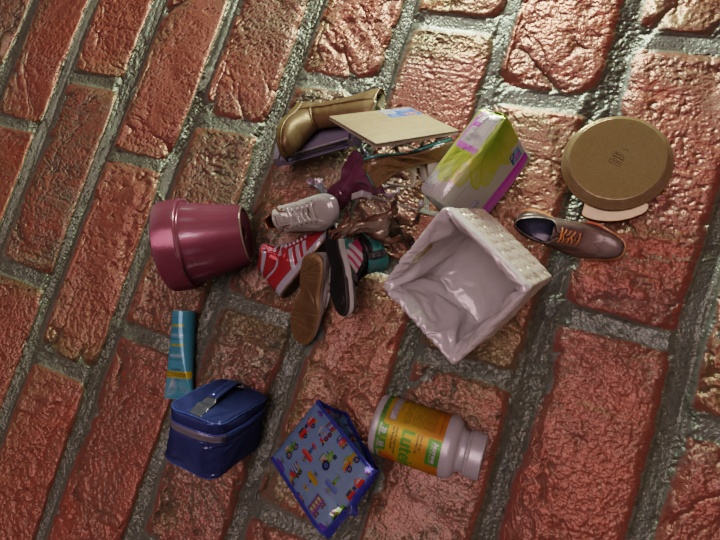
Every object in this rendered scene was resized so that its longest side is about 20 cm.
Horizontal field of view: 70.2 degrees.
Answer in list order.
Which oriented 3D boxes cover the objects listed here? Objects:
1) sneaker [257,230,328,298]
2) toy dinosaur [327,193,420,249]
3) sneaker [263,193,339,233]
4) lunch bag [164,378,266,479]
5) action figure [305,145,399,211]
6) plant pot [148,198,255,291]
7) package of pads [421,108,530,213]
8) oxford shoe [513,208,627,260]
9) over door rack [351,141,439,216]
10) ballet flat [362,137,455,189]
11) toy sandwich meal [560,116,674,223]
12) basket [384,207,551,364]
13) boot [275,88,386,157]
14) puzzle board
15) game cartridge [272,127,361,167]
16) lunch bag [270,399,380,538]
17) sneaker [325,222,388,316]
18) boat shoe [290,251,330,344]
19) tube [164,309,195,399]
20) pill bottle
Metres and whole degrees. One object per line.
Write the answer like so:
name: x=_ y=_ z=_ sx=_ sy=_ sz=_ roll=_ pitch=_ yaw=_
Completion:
sneaker: x=-0.141 y=-0.049 z=1.105 sx=0.112 sy=0.071 sz=0.200 roll=43 pitch=96 yaw=17
toy dinosaur: x=0.033 y=-0.085 z=0.996 sx=0.135 sy=0.200 sz=0.086 roll=-2 pitch=80 yaw=30
sneaker: x=-0.124 y=-0.104 z=1.032 sx=0.200 sy=0.085 sz=0.073 roll=-7 pitch=101 yaw=49
lunch bag: x=-0.277 y=0.296 z=1.021 sx=0.135 sy=0.200 sz=0.133 roll=16 pitch=103 yaw=18
action figure: x=-0.038 y=-0.163 z=1.097 sx=0.149 sy=0.134 sz=0.200 roll=40 pitch=106 yaw=-18
plant pot: x=-0.333 y=-0.065 z=1.117 sx=0.178 sy=0.200 sz=0.201 roll=-9 pitch=76 yaw=0
package of pads: x=0.219 y=-0.184 z=0.967 sx=0.200 sy=0.154 sz=0.068 roll=-53 pitch=48 yaw=2
oxford shoe: x=0.375 y=-0.059 z=0.931 sx=0.200 sy=0.073 sz=0.072 roll=18 pitch=109 yaw=24
over door rack: x=0.085 y=-0.195 z=1.010 sx=0.199 sy=0.067 sz=0.148 roll=8 pitch=78 yaw=-25
ballet flat: x=0.096 y=-0.193 z=0.949 sx=0.200 sy=0.068 sz=0.073 roll=-20 pitch=101 yaw=-27
toy sandwich meal: x=0.468 y=-0.184 z=0.942 sx=0.205 sy=0.070 sz=0.206 roll=-5 pitch=73 yaw=18
basket: x=0.189 y=0.017 z=0.910 sx=0.200 sy=0.161 sz=0.198 roll=48 pitch=121 yaw=19
boot: x=-0.061 y=-0.310 z=1.060 sx=0.199 sy=0.066 sz=0.176 roll=0 pitch=51 yaw=23
puzzle board: x=0.063 y=-0.270 z=0.966 sx=0.151 sy=0.200 sz=0.017 roll=41 pitch=136 yaw=40
game cartridge: x=-0.092 y=-0.301 z=1.132 sx=0.199 sy=0.038 sz=0.130 roll=-12 pitch=45 yaw=16
lunch bag: x=-0.057 y=0.366 z=0.940 sx=0.151 sy=0.094 sz=0.200 roll=-52 pitch=38 yaw=3
sneaker: x=0.000 y=0.000 z=1.023 sx=0.084 sy=0.120 sz=0.201 roll=-46 pitch=44 yaw=51
boat shoe: x=-0.093 y=0.058 z=1.071 sx=0.071 sy=0.069 sz=0.201 roll=21 pitch=108 yaw=25
tube: x=-0.405 y=0.190 z=1.161 sx=0.077 sy=0.050 sz=0.201 roll=-1 pitch=84 yaw=25
pill bottle: x=0.123 y=0.306 z=0.929 sx=0.199 sy=0.111 sz=0.111 roll=13 pitch=84 yaw=19
